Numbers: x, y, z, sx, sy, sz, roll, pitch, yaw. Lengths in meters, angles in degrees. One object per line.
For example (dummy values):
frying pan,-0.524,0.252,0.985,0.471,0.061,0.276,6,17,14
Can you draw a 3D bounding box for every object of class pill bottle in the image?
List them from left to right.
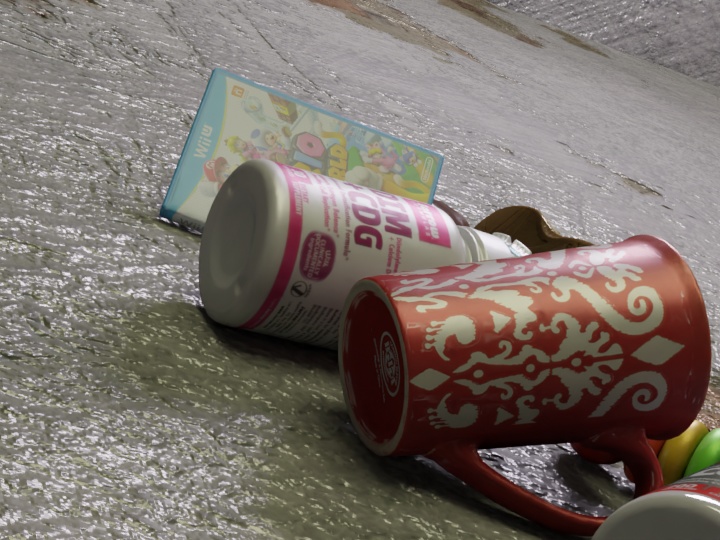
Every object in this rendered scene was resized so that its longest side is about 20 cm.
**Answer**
pill bottle,0.000,0.000,1.130,0.199,0.114,0.113,14,19,-29
pill bottle,0.210,0.163,0.913,0.114,0.114,0.200,32,19,26

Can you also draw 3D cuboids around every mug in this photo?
mug,0.104,0.064,1.009,0.199,0.134,0.178,-4,44,-23

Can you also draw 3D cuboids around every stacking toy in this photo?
stacking toy,0.227,0.137,1.103,0.199,0.086,0.085,23,15,25

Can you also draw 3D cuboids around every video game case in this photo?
video game case,-0.042,-0.067,1.294,0.199,0.018,0.144,20,58,-7

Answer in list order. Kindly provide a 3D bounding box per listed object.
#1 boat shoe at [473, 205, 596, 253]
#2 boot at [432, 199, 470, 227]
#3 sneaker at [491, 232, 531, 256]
boat shoe,0.159,0.000,1.444,0.065,0.071,0.200,54,-8,-29
boot,-0.003,-0.059,1.405,0.200,0.073,0.166,30,12,6
sneaker,0.143,0.037,1.305,0.200,0.075,0.087,26,24,32
